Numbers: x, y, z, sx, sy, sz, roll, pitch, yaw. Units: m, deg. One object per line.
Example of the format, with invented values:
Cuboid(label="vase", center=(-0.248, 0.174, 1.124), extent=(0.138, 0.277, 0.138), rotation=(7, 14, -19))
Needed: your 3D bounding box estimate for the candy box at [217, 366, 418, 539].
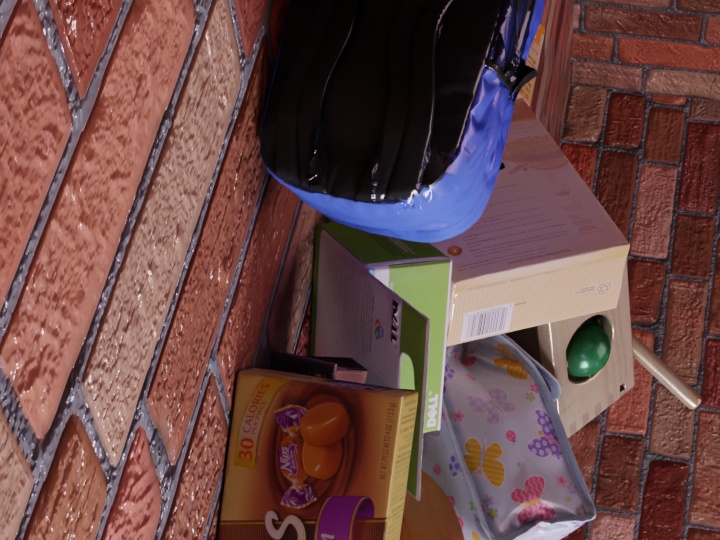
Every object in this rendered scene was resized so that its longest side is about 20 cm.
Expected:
Cuboid(label="candy box", center=(-0.034, 0.172, 1.095), extent=(0.056, 0.116, 0.201), rotation=(5, 93, -77))

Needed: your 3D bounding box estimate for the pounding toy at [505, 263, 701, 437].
Cuboid(label="pounding toy", center=(0.179, 0.047, 1.447), extent=(0.142, 0.200, 0.184), rotation=(-33, 131, -29))

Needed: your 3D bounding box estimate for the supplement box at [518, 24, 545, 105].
Cuboid(label="supplement box", center=(0.094, -0.181, 1.507), extent=(0.126, 0.073, 0.200), rotation=(38, 47, -28))

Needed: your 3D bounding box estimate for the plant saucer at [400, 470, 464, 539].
Cuboid(label="plant saucer", center=(0.013, 0.258, 1.350), extent=(0.037, 0.200, 0.201), rotation=(9, 88, -37))

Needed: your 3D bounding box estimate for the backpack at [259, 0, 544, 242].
Cuboid(label="backpack", center=(0.036, -0.119, 1.091), extent=(0.168, 0.162, 0.200), rotation=(40, 62, -60))

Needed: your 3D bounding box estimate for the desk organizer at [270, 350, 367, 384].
Cuboid(label="desk organizer", center=(-0.025, 0.162, 1.174), extent=(0.077, 0.072, 0.201), rotation=(5, 92, -42))

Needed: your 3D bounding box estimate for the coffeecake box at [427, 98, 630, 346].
Cuboid(label="coffeecake box", center=(0.103, -0.045, 1.334), extent=(0.073, 0.153, 0.200), rotation=(95, -24, -43))

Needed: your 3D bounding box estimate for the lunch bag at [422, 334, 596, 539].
Cuboid(label="lunch bag", center=(0.099, 0.150, 1.393), extent=(0.200, 0.127, 0.170), rotation=(69, -25, 18))

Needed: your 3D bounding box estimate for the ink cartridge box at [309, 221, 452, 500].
Cuboid(label="ink cartridge box", center=(0.033, 0.062, 1.226), extent=(0.200, 0.076, 0.148), rotation=(-140, -131, -57))
